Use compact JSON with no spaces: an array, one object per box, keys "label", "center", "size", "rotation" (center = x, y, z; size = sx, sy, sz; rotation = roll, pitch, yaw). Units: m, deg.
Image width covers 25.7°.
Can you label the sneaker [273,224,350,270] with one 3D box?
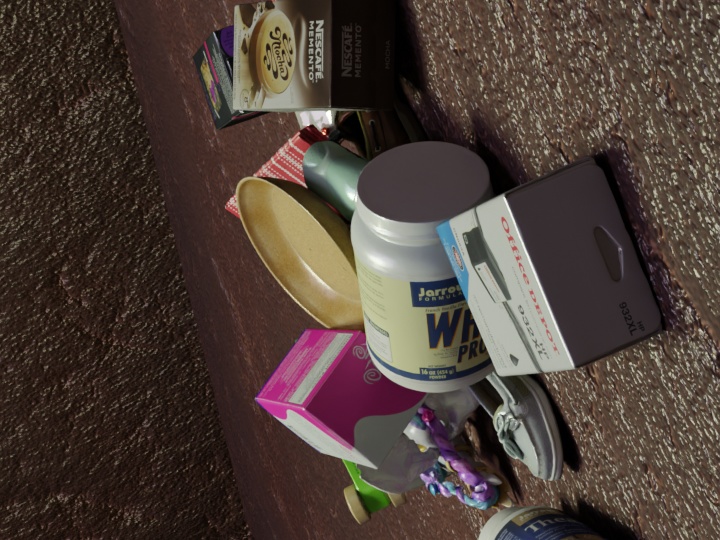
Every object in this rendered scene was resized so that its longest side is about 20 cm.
[{"label":"sneaker","center":[0.000,0.000,1.704],"size":[0.075,0.198,0.082],"rotation":[82,-153,-52]}]

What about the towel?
[{"label":"towel","center":[-0.050,-0.075,1.729],"size":[0.144,0.023,0.200],"rotation":[35,145,-13]}]

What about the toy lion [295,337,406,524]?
[{"label":"toy lion","center":[-0.021,0.175,1.881],"size":[0.201,0.068,0.192],"rotation":[63,-176,-17]}]

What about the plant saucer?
[{"label":"plant saucer","center":[-0.048,-0.021,1.604],"size":[0.200,0.035,0.201],"rotation":[42,156,23]}]

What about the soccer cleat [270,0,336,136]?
[{"label":"soccer cleat","center":[-0.044,-0.235,1.765],"size":[0.069,0.077,0.202],"rotation":[-1,106,42]}]

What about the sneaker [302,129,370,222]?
[{"label":"sneaker","center":[0.016,-0.069,1.597],"size":[0.118,0.074,0.200],"rotation":[33,173,35]}]

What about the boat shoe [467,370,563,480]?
[{"label":"boat shoe","center":[0.137,0.126,1.543],"size":[0.075,0.064,0.203],"rotation":[89,158,-54]}]

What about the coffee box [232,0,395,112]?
[{"label":"coffee box","center":[-0.050,-0.220,1.617],"size":[0.199,0.079,0.114],"rotation":[7,97,56]}]

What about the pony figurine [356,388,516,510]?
[{"label":"pony figurine","center":[0.076,0.176,1.746],"size":[0.193,0.167,0.200],"rotation":[41,-179,-32]}]

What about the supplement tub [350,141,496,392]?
[{"label":"supplement tub","center":[0.067,-0.003,1.474],"size":[0.145,0.144,0.201],"rotation":[-124,19,-48]}]

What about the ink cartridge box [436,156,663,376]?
[{"label":"ink cartridge box","center":[0.147,0.003,1.275],"size":[0.200,0.083,0.146],"rotation":[156,91,-77]}]

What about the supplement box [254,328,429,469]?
[{"label":"supplement box","center":[-0.022,0.130,1.638],"size":[0.101,0.104,0.200],"rotation":[40,169,-14]}]

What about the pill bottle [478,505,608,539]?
[{"label":"pill bottle","center":[0.181,0.285,1.485],"size":[0.200,0.110,0.112],"rotation":[-160,52,-73]}]

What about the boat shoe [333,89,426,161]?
[{"label":"boat shoe","center":[0.004,-0.172,1.665],"size":[0.072,0.067,0.201],"rotation":[84,162,-46]}]

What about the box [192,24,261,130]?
[{"label":"box","center":[-0.129,-0.252,1.982],"size":[0.200,0.121,0.107],"rotation":[177,73,-77]}]

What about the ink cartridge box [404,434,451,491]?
[{"label":"ink cartridge box","center":[0.037,0.154,1.958],"size":[0.147,0.082,0.202],"rotation":[-135,28,-64]}]
